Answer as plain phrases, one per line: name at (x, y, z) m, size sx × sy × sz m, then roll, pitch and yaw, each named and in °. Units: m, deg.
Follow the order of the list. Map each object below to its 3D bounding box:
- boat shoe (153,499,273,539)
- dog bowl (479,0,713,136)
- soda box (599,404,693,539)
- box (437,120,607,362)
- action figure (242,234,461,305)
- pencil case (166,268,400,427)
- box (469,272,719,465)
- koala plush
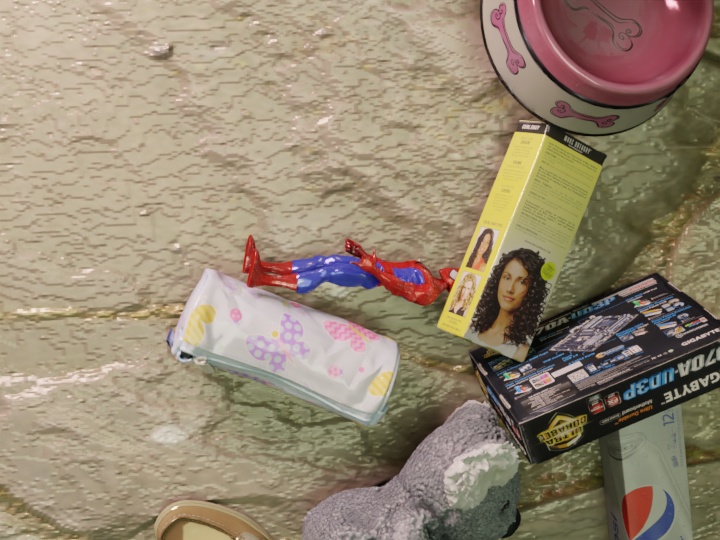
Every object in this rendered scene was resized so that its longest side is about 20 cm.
boat shoe at (-0.101, 0.282, 1.014) m, size 0.200 × 0.066 × 0.074 m, roll 33°, pitch 95°, yaw -12°
dog bowl at (0.205, -0.219, 0.921) m, size 0.199 × 0.074 × 0.201 m, roll 2°, pitch 83°, yaw -15°
soda box at (0.272, 0.215, 1.049) m, size 0.063 × 0.068 × 0.201 m, roll -9°, pitch 103°, yaw -5°
box at (0.143, -0.026, 0.971) m, size 0.075 × 0.050 × 0.201 m, roll 21°, pitch 89°, yaw -28°
action figure at (0.000, 0.000, 0.969) m, size 0.199 × 0.065 × 0.052 m, roll 9°, pitch 102°, yaw -16°
pencil case at (-0.065, 0.069, 0.963) m, size 0.199 × 0.091 × 0.083 m, roll 21°, pitch 120°, yaw -13°
box at (0.210, 0.081, 0.966) m, size 0.199 × 0.159 × 0.046 m, roll -23°, pitch 110°, yaw -3°
koala plush at (0.067, 0.212, 0.974) m, size 0.184 × 0.177 × 0.200 m, roll 35°, pitch 99°, yaw -2°
